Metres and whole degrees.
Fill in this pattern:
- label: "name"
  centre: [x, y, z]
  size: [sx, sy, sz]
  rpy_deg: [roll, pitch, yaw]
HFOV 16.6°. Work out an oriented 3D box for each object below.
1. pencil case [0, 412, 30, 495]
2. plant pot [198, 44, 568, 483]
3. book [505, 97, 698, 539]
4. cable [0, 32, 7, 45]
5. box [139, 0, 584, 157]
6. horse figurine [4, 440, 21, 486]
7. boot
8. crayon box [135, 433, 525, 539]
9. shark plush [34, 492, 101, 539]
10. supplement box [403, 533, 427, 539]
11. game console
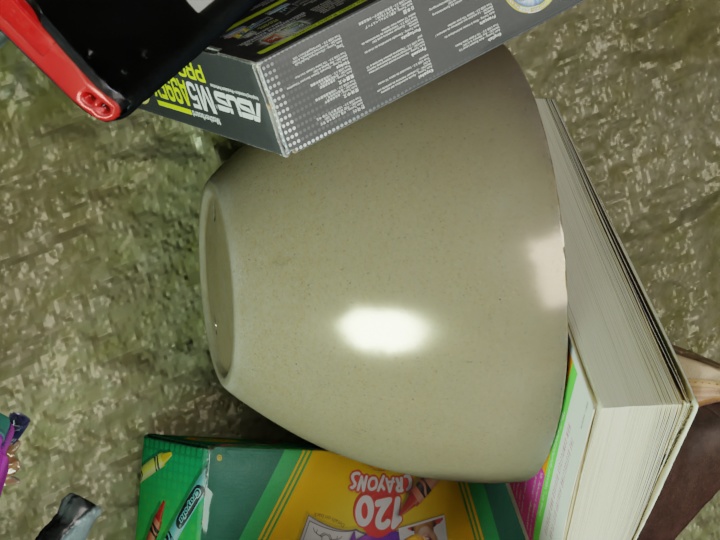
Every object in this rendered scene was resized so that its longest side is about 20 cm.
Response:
- label: "pencil case"
  centre: [-0.227, 0.044, 0.942]
  size: [0.199, 0.092, 0.085]
  rpy_deg: [34, 40, -16]
- label: "plant pot"
  centre: [0.000, 0.000, 1.105]
  size: [0.133, 0.200, 0.202]
  rpy_deg: [-4, 96, -13]
- label: "book"
  centre: [0.084, 0.036, 1.130]
  size: [0.048, 0.201, 0.134]
  rpy_deg: [-1, 134, -17]
- label: "cable"
  centre: [-0.222, -0.103, 1.000]
  size: [0.199, 0.050, 0.098]
  rpy_deg: [-35, 112, -20]
- label: "box"
  centre: [0.005, -0.122, 1.082]
  size: [0.199, 0.160, 0.045]
  rpy_deg: [-30, 115, -22]
- label: "horse figurine"
  centre: [-0.217, 0.144, 1.012]
  size: [0.132, 0.050, 0.201]
  rpy_deg: [36, 73, -40]
- label: "boot"
  centre: [0.151, 0.124, 1.306]
  size: [0.199, 0.072, 0.168]
  rpy_deg: [18, 93, -39]
- label: "crayon box"
  centre: [-0.013, 0.142, 1.167]
  size: [0.199, 0.058, 0.120]
  rpy_deg: [5, 90, -38]
- label: "shark plush"
  centre: [-0.166, 0.187, 1.025]
  size: [0.083, 0.090, 0.202]
  rpy_deg: [52, 47, -71]
- label: "supplement box"
  centre: [-0.035, 0.199, 1.037]
  size: [0.199, 0.069, 0.067]
  rpy_deg: [-33, 138, -12]
- label: "game console"
  centre: [-0.112, -0.167, 1.020]
  size: [0.177, 0.031, 0.200]
  rpy_deg: [47, 43, -5]
